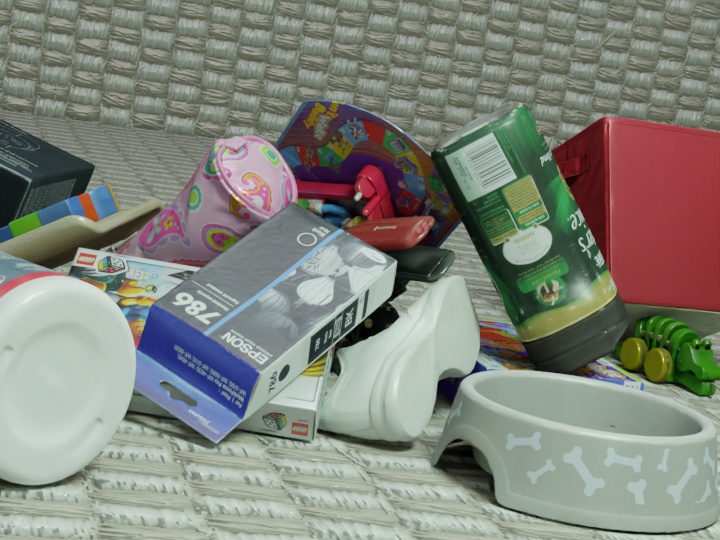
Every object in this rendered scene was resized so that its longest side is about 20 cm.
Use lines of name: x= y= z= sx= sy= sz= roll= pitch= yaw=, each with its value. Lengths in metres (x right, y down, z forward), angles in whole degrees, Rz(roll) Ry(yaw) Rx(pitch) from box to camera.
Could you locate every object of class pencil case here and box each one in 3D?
pencil case: x=-0.135 y=-0.022 z=1.340 sx=0.087 sy=0.088 sz=0.200 roll=-1 pitch=-31 yaw=-47

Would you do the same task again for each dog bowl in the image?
dog bowl: x=0.148 y=0.116 z=1.152 sx=0.198 sy=0.059 sz=0.200 roll=9 pitch=8 yaw=-1

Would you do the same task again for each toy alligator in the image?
toy alligator: x=0.298 y=0.078 z=1.562 sx=0.059 sy=0.055 sz=0.200 roll=4 pitch=10 yaw=-27

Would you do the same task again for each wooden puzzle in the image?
wooden puzzle: x=-0.272 y=-0.024 z=1.399 sx=0.184 sy=0.047 sz=0.200 roll=-22 pitch=0 yaw=12

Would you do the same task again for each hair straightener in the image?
hair straightener: x=0.000 y=0.000 z=1.351 sx=0.199 sy=0.077 sz=0.041 roll=-6 pitch=38 yaw=46

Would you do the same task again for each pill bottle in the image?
pill bottle: x=-0.238 y=0.044 z=1.022 sx=0.199 sy=0.121 sz=0.119 roll=16 pitch=11 yaw=43

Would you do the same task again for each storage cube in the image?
storage cube: x=0.279 y=-0.033 z=1.684 sx=0.198 sy=0.182 sz=0.171 roll=5 pitch=-14 yaw=-19

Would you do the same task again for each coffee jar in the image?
coffee jar: x=0.131 y=-0.023 z=1.303 sx=0.085 sy=0.201 sz=0.104 roll=-26 pitch=7 yaw=8

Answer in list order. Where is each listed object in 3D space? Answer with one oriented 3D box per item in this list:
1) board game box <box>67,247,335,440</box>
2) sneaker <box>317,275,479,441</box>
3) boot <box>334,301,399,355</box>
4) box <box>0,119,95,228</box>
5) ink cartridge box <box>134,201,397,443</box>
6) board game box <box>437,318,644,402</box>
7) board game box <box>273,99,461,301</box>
board game box: x=-0.119 y=0.050 z=1.200 sx=0.198 sy=0.035 sz=0.127 roll=9 pitch=40 yaw=2
sneaker: x=0.025 y=0.061 z=1.252 sx=0.088 sy=0.076 sz=0.200 roll=-8 pitch=17 yaw=27
boot: x=-0.032 y=0.050 z=1.355 sx=0.152 sy=0.074 sz=0.203 roll=9 pitch=9 yaw=-19
box: x=-0.360 y=-0.077 z=1.610 sx=0.147 sy=0.108 sz=0.200 roll=26 pitch=11 yaw=5
ink cartridge box: x=-0.070 y=0.030 z=1.174 sx=0.099 sy=0.039 sz=0.200 roll=29 pitch=46 yaw=22
board game box: x=0.127 y=0.082 z=1.392 sx=0.133 sy=0.045 sz=0.200 roll=6 pitch=9 yaw=-18
board game box: x=-0.015 y=-0.044 z=1.383 sx=0.158 sy=0.200 sz=0.039 roll=38 pitch=48 yaw=-2
